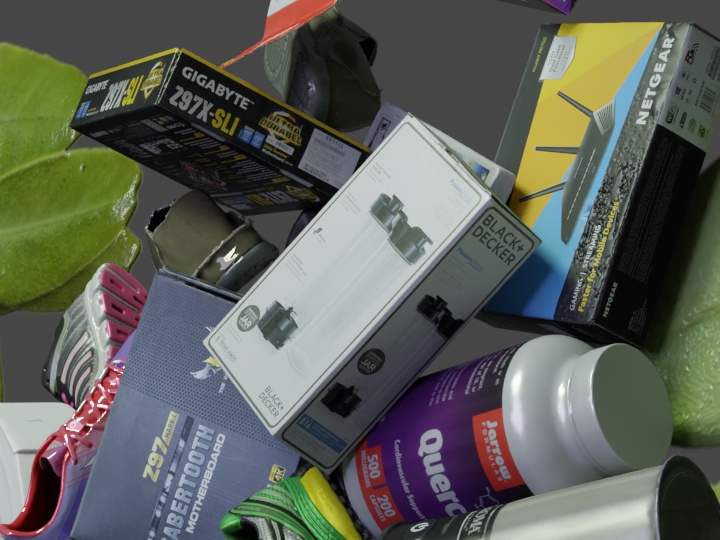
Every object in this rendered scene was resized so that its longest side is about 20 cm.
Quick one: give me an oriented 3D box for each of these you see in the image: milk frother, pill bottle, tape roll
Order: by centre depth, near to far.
[{"bbox_3d":[0.122,0.234,1.421,0.187,0.201,0.181,-16,30,27],"label":"milk frother"},{"bbox_3d":[0.090,0.107,1.529,0.199,0.112,0.113,-21,54,42],"label":"pill bottle"},{"bbox_3d":[-0.254,0.198,1.854,0.202,0.070,0.204,-6,83,62],"label":"tape roll"}]

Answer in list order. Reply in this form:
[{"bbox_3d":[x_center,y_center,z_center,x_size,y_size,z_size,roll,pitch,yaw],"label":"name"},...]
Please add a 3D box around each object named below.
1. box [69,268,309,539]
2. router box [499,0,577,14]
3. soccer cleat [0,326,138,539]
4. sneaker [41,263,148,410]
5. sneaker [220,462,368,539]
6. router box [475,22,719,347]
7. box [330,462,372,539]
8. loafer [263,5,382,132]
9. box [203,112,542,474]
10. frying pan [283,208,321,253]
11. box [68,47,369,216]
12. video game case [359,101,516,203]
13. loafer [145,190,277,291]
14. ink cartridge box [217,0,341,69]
[{"bbox_3d":[-0.096,0.117,1.669,0.157,0.051,0.201,20,92,31],"label":"box"},{"bbox_3d":[0.123,-0.258,1.701,0.150,0.051,0.200,-63,18,2],"label":"router box"},{"bbox_3d":[-0.185,0.118,1.748,0.066,0.076,0.201,9,70,49],"label":"soccer cleat"},{"bbox_3d":[-0.199,0.094,1.907,0.087,0.073,0.201,-41,42,32],"label":"sneaker"},{"bbox_3d":[-0.022,0.206,1.532,0.085,0.078,0.200,-25,39,-14],"label":"sneaker"},{"bbox_3d":[0.146,-0.057,1.590,0.149,0.051,0.201,6,73,54],"label":"router box"},{"bbox_3d":[-0.072,0.131,1.737,0.159,0.046,0.201,-41,51,26],"label":"box"},{"bbox_3d":[-0.026,-0.157,1.862,0.201,0.069,0.076,-104,27,-53],"label":"loafer"},{"bbox_3d":[0.006,0.014,1.554,0.200,0.060,0.117,-49,41,5],"label":"box"},{"bbox_3d":[-0.011,0.011,1.773,0.115,0.031,0.191,-47,39,25],"label":"frying pan"},{"bbox_3d":[-0.106,-0.096,1.793,0.200,0.159,0.050,-4,63,66],"label":"box"},{"bbox_3d":[0.027,-0.026,1.674,0.144,0.018,0.200,-63,26,5],"label":"video game case"},{"bbox_3d":[-0.120,-0.016,1.809,0.075,0.070,0.200,-41,13,-14],"label":"loafer"},{"bbox_3d":[-0.031,-0.210,1.754,0.199,0.050,0.162,-33,7,-20],"label":"ink cartridge box"}]
